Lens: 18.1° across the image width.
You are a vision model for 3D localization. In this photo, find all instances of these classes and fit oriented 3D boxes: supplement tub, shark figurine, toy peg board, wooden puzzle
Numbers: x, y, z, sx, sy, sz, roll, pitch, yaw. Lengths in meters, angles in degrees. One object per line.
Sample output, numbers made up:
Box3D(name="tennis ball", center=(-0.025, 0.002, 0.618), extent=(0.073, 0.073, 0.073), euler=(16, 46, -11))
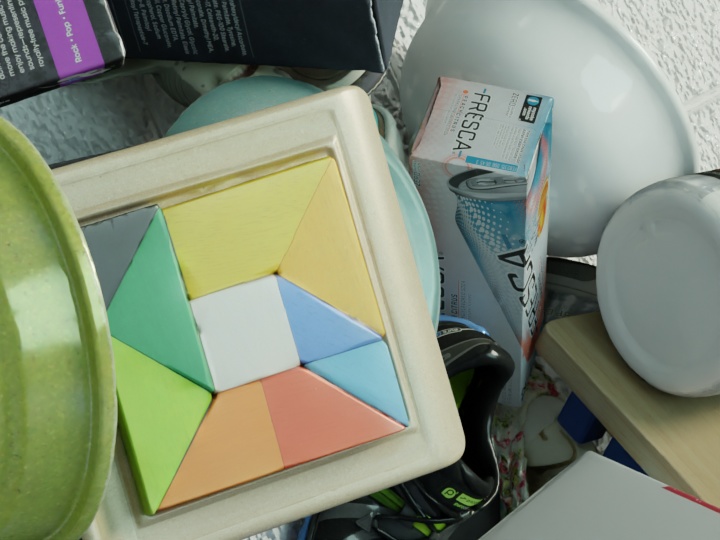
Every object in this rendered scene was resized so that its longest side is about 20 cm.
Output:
Box3D(name="supplement tub", center=(0.240, -0.003, 1.298), extent=(0.199, 0.122, 0.123), euler=(-12, 83, -41))
Box3D(name="shark figurine", center=(-0.088, -0.136, 1.248), extent=(0.090, 0.127, 0.216), euler=(63, 18, -44))
Box3D(name="toy peg board", center=(0.216, 0.117, 1.318), extent=(0.198, 0.098, 0.200), euler=(-10, 46, -40))
Box3D(name="wooden puzzle", center=(-0.054, 0.026, 1.034), extent=(0.199, 0.037, 0.186), euler=(-18, 94, -25))

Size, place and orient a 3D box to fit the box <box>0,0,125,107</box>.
Box3D(name="box", center=(-0.224, -0.131, 1.036), extent=(0.199, 0.036, 0.144), euler=(-19, 87, -10))

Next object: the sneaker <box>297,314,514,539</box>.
Box3D(name="sneaker", center=(0.026, 0.121, 1.214), extent=(0.071, 0.082, 0.201), euler=(26, 82, -39))

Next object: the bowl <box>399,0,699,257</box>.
Box3D(name="bowl", center=(0.091, -0.075, 1.322), extent=(0.090, 0.201, 0.201), euler=(-46, 109, -24))

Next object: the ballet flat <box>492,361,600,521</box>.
Box3D(name="ballet flat", center=(0.116, 0.136, 1.336), extent=(0.075, 0.064, 0.202), euler=(9, 68, -43))

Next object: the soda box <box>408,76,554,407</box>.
Box3D(name="soda box", center=(0.067, -0.012, 1.260), extent=(0.201, 0.068, 0.064), euler=(86, 19, -50))

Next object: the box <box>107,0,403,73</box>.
Box3D(name="box", center=(-0.070, -0.217, 1.162), extent=(0.124, 0.195, 0.201), euler=(77, 21, -50))

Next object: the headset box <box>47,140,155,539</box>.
Box3D(name="headset box", center=(-0.115, 0.047, 1.114), extent=(0.174, 0.092, 0.201), euler=(-19, 88, -48))

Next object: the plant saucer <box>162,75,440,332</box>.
Box3D(name="plant saucer", center=(-0.023, 0.000, 1.114), extent=(0.199, 0.036, 0.202), euler=(10, 76, -43))

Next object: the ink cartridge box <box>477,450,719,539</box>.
Box3D(name="ink cartridge box", center=(0.146, 0.231, 1.205), extent=(0.144, 0.145, 0.201), euler=(-37, 121, -23))

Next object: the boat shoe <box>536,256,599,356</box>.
Box3D(name="boat shoe", center=(0.177, 0.046, 1.431), extent=(0.201, 0.074, 0.065), euler=(23, 83, -47))

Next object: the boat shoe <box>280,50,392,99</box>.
Box3D(name="boat shoe", center=(-0.007, -0.127, 1.251), extent=(0.063, 0.073, 0.200), euler=(46, 7, -23))

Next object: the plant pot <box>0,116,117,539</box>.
Box3D(name="plant pot", center=(-0.231, 0.044, 0.946), extent=(0.183, 0.200, 0.202), euler=(-13, 83, -35))

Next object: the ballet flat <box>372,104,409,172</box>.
Box3D(name="ballet flat", center=(0.000, 0.000, 1.279), extent=(0.069, 0.069, 0.201), euler=(31, 53, -33))
